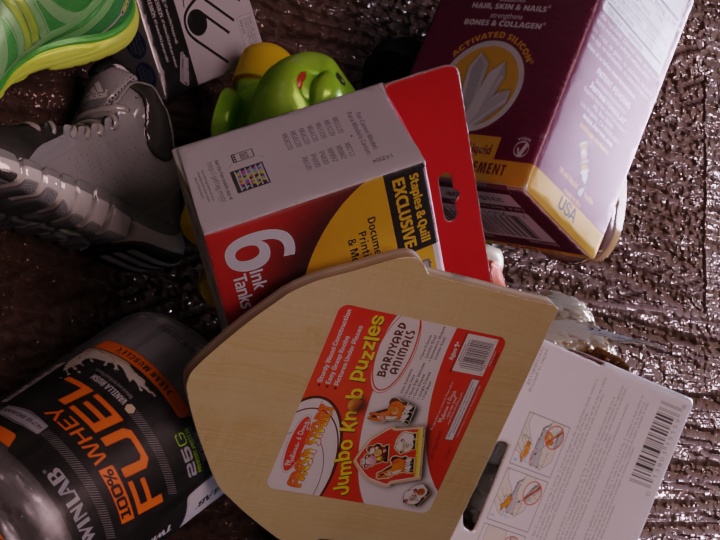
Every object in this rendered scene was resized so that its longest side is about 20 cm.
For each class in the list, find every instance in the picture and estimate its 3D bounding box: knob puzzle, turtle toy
[{"bbox_3d":[-0.010,0.070,1.183,0.218,0.031,0.221,-8,122,-14],"label":"knob puzzle"},{"bbox_3d":[-0.043,-0.063,1.278,0.201,0.100,0.147,83,22,-60],"label":"turtle toy"}]

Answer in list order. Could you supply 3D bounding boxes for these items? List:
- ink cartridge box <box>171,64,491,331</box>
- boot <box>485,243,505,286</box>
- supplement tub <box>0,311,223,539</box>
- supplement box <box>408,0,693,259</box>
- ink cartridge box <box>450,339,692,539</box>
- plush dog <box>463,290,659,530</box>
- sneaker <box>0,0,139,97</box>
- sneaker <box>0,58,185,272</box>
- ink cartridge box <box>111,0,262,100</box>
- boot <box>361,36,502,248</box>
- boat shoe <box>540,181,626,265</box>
[{"bbox_3d":[0.000,0.000,1.210,0.174,0.084,0.201,-19,133,-6],"label":"ink cartridge box"},{"bbox_3d":[0.007,0.023,1.361,0.198,0.075,0.108,4,67,-12],"label":"boot"},{"bbox_3d":[-0.165,0.119,1.179,0.200,0.122,0.123,-36,111,-40],"label":"supplement tub"},{"bbox_3d":[0.114,-0.123,1.354,0.103,0.130,0.201,39,67,-46],"label":"supplement box"},{"bbox_3d":[0.109,0.147,1.318,0.173,0.043,0.202,23,89,-35],"label":"ink cartridge box"},{"bbox_3d":[0.116,0.120,1.452,0.199,0.160,0.173,-5,113,-44],"label":"plush dog"},{"bbox_3d":[-0.209,-0.148,1.184,0.200,0.074,0.084,-32,131,-47],"label":"sneaker"},{"bbox_3d":[-0.178,-0.080,1.228,0.199,0.075,0.117,28,63,-50],"label":"sneaker"},{"bbox_3d":[-0.131,-0.214,1.294,0.094,0.044,0.202,-28,105,-43],"label":"ink cartridge box"},{"bbox_3d":[0.092,-0.122,1.483,0.163,0.073,0.199,-50,126,-32],"label":"boot"},{"bbox_3d":[0.154,-0.105,1.451,0.070,0.070,0.202,3,86,-54],"label":"boat shoe"}]
